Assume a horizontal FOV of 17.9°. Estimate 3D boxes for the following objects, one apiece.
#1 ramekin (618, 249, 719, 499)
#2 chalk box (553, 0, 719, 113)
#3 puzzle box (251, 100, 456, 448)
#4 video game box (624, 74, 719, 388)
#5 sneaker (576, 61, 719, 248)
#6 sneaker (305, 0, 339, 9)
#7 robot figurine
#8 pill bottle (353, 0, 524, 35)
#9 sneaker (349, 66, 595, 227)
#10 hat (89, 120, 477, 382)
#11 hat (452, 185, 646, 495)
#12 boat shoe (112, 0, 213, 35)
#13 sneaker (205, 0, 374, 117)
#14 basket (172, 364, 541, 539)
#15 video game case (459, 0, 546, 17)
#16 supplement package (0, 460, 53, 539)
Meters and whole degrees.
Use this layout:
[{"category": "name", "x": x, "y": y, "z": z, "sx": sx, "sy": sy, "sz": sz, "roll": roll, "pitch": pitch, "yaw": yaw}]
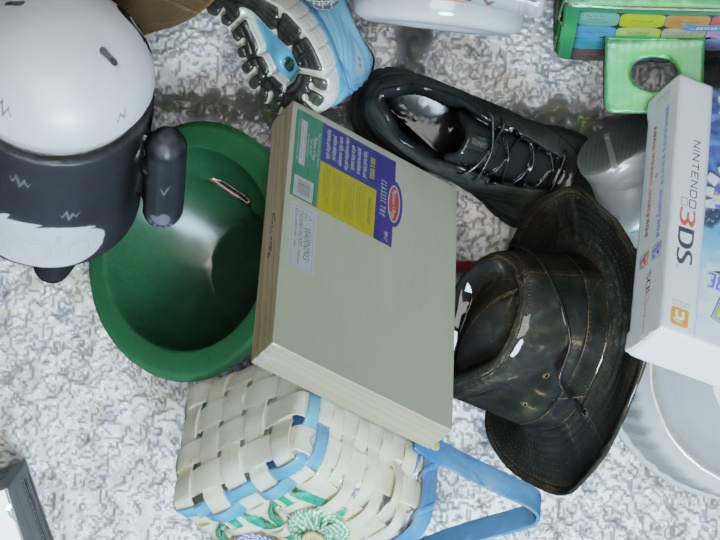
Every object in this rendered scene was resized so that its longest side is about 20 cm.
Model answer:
[{"category": "ramekin", "x": 0.256, "y": 0.058, "z": 1.489, "sx": 0.198, "sy": 0.105, "sz": 0.202, "roll": 0, "pitch": 94, "yaw": -2}, {"category": "chalk box", "x": 0.185, "y": -0.200, "z": 1.433, "sx": 0.124, "sy": 0.124, "sz": 0.202, "roll": 0, "pitch": 80, "yaw": 2}, {"category": "puzzle box", "x": 0.000, "y": 0.000, "z": 1.396, "sx": 0.132, "sy": 0.201, "sz": 0.025, "roll": 27, "pitch": 133, "yaw": -24}, {"category": "video game box", "x": 0.262, "y": -0.005, "z": 1.388, "sx": 0.199, "sy": 0.047, "sz": 0.184, "roll": 19, "pitch": 61, "yaw": -17}, {"category": "sneaker", "x": 0.230, "y": -0.088, "z": 1.490, "sx": 0.200, "sy": 0.070, "sz": 0.081, "roll": -34, "pitch": 116, "yaw": -17}, {"category": "sneaker", "x": -0.028, "y": -0.261, "z": 1.450, "sx": 0.076, "sy": 0.081, "sz": 0.201, "roll": 0, "pitch": 55, "yaw": 6}, {"category": "robot figurine", "x": -0.190, "y": -0.085, "z": 1.409, "sx": 0.149, "sy": 0.201, "sz": 0.125, "roll": -5, "pitch": 52, "yaw": -16}, {"category": "pill bottle", "x": 0.060, "y": -0.256, "z": 1.455, "sx": 0.112, "sy": 0.113, "sz": 0.202, "roll": 6, "pitch": 93, "yaw": -3}, {"category": "sneaker", "x": 0.087, "y": -0.073, "z": 1.481, "sx": 0.198, "sy": 0.091, "sz": 0.077, "roll": 19, "pitch": 91, "yaw": -5}, {"category": "hat", "x": -0.054, "y": 0.004, "z": 1.517, "sx": 0.199, "sy": 0.176, "sz": 0.167, "roll": 32, "pitch": 100, "yaw": 35}, {"category": "hat", "x": 0.098, "y": 0.045, "z": 1.428, "sx": 0.080, "sy": 0.200, "sz": 0.203, "roll": 1, "pitch": 95, "yaw": -27}, {"category": "boat shoe", "x": -0.154, "y": -0.184, "z": 1.448, "sx": 0.199, "sy": 0.071, "sz": 0.065, "roll": -31, "pitch": 51, "yaw": 21}, {"category": "sneaker", "x": -0.059, "y": -0.190, "z": 1.483, "sx": 0.078, "sy": 0.090, "sz": 0.201, "roll": -37, "pitch": 78, "yaw": 39}, {"category": "basket", "x": -0.010, "y": 0.136, "z": 1.433, "sx": 0.199, "sy": 0.176, "sz": 0.140, "roll": 26, "pitch": 53, "yaw": -35}, {"category": "video game case", "x": 0.043, "y": -0.264, "z": 1.370, "sx": 0.181, "sy": 0.023, "sz": 0.202, "roll": 13, "pitch": 75, "yaw": 5}, {"category": "supplement package", "x": -0.262, "y": 0.249, "z": 1.481, "sx": 0.155, "sy": 0.111, "sz": 0.202, "roll": -19, "pitch": 94, "yaw": -1}]
